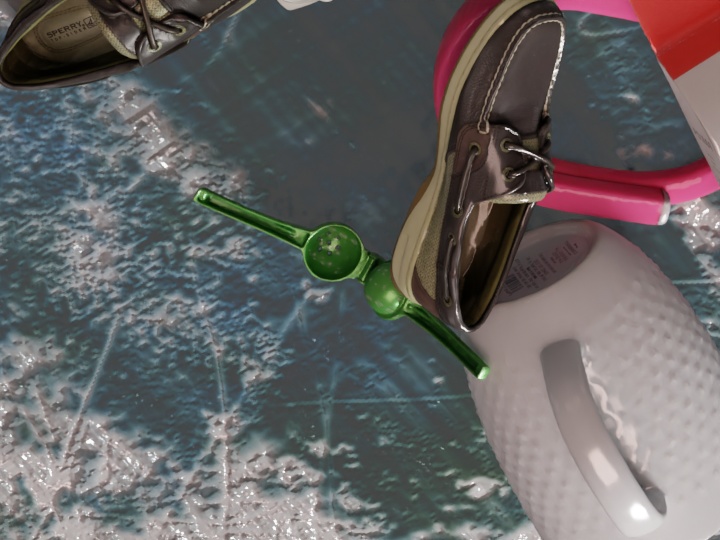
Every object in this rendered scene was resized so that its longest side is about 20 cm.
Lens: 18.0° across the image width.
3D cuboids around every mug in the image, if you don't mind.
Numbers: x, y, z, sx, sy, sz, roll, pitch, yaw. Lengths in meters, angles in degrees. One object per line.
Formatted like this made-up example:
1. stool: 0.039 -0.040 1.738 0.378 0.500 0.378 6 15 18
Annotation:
1. mug: 0.138 0.076 1.318 0.148 0.200 0.175 -25 112 12

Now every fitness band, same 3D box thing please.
1. fitness band: 0.140 -0.100 1.300 0.200 0.037 0.144 10 122 -8

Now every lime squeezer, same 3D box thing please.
1. lime squeezer: 0.000 0.000 1.334 0.200 0.071 0.038 33 89 12

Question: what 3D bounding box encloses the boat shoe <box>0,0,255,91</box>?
1. boat shoe: -0.119 -0.140 1.218 0.201 0.066 0.072 -18 122 38

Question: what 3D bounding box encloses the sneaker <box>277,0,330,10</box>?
1. sneaker: -0.005 -0.180 1.233 0.200 0.078 0.099 20 128 -2

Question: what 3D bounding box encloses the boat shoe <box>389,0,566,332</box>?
1. boat shoe: 0.078 -0.057 1.253 0.073 0.065 0.200 -13 131 -40

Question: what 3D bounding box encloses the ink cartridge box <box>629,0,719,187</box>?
1. ink cartridge box: 0.247 -0.128 1.250 0.161 0.050 0.200 -32 121 -2
